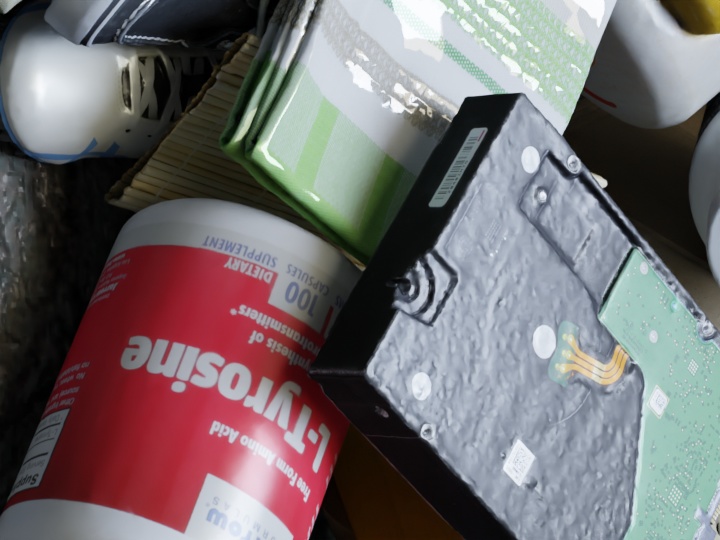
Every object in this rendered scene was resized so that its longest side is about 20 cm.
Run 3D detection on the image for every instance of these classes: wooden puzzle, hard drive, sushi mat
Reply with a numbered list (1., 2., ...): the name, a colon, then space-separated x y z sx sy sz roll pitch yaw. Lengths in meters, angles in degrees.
1. wooden puzzle: 0.168 -0.026 1.457 0.200 0.185 0.037 -31 147 -54
2. hard drive: 0.076 0.046 1.135 0.200 0.038 0.140 47 60 -32
3. sushi mat: 0.002 -0.032 1.176 0.200 0.096 0.012 20 32 -38

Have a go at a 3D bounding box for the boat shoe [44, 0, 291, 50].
1. boat shoe: -0.046 -0.116 1.132 0.068 0.072 0.200 48 32 5

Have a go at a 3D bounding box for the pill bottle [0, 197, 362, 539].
1. pill bottle: -0.071 0.082 1.100 0.112 0.112 0.200 49 51 -43

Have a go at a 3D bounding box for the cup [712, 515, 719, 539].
1. cup: 0.118 0.100 1.373 0.200 0.143 0.201 12 76 -57

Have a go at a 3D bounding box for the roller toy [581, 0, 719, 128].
1. roller toy: 0.123 -0.162 1.357 0.140 0.200 0.182 -42 154 -7

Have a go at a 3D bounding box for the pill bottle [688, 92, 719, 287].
1. pill bottle: 0.215 -0.054 1.383 0.200 0.111 0.111 -64 139 -61

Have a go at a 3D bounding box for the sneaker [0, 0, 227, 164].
1. sneaker: -0.073 -0.074 1.160 0.200 0.072 0.072 0 88 -56

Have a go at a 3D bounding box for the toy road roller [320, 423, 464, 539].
1. toy road roller: 0.002 0.164 1.207 0.123 0.146 0.200 69 2 -58

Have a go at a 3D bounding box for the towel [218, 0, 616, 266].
1. towel: 0.036 -0.092 1.141 0.149 0.031 0.200 37 63 -31

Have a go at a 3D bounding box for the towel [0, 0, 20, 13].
1. towel: -0.121 -0.223 1.067 0.193 0.035 0.200 -47 113 -33
